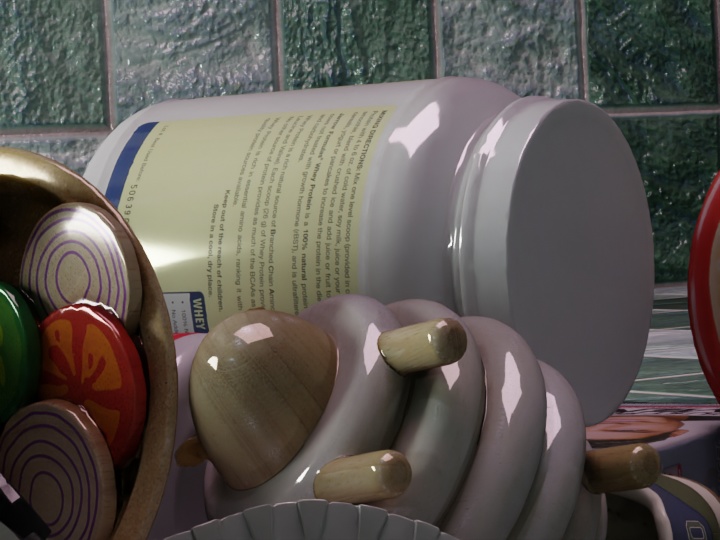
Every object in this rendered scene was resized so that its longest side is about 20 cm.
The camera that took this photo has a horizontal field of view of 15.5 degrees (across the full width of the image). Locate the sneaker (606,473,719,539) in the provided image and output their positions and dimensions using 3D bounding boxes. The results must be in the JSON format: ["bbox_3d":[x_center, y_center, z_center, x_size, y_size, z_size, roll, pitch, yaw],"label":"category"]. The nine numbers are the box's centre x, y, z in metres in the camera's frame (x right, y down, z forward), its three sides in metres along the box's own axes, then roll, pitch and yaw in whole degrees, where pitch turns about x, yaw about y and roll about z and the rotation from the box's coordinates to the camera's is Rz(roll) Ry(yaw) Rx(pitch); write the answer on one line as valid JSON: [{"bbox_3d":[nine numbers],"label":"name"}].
[{"bbox_3d":[0.041,0.100,1.021,0.199,0.068,0.090,1,-3,13],"label":"sneaker"}]

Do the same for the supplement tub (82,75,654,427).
[{"bbox_3d":[0.000,0.000,1.034,0.199,0.146,0.145,-2,2,32],"label":"supplement tub"}]

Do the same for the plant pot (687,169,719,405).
[{"bbox_3d":[0.250,0.007,1.147,0.199,0.202,0.182,-1,-8,38],"label":"plant pot"}]

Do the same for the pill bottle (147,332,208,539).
[{"bbox_3d":[-0.127,0.084,0.991,0.199,0.121,0.119,-1,2,32],"label":"pill bottle"}]

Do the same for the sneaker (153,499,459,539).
[{"bbox_3d":[-0.043,0.113,0.826,0.198,0.077,0.081,-1,-7,1],"label":"sneaker"}]

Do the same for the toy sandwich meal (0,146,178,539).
[{"bbox_3d":[-0.153,0.049,0.899,0.204,0.207,0.070,-2,-9,33],"label":"toy sandwich meal"}]

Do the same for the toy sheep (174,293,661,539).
[{"bbox_3d":[0.023,0.075,0.899,0.200,0.138,0.138,37,-17,-24],"label":"toy sheep"}]

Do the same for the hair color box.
[{"bbox_3d":[0.119,0.096,1.164,0.098,0.061,0.200,-2,3,26],"label":"hair color box"}]

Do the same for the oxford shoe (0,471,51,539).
[{"bbox_3d":[-0.108,0.110,0.731,0.084,0.073,0.200,-41,40,-9],"label":"oxford shoe"}]
